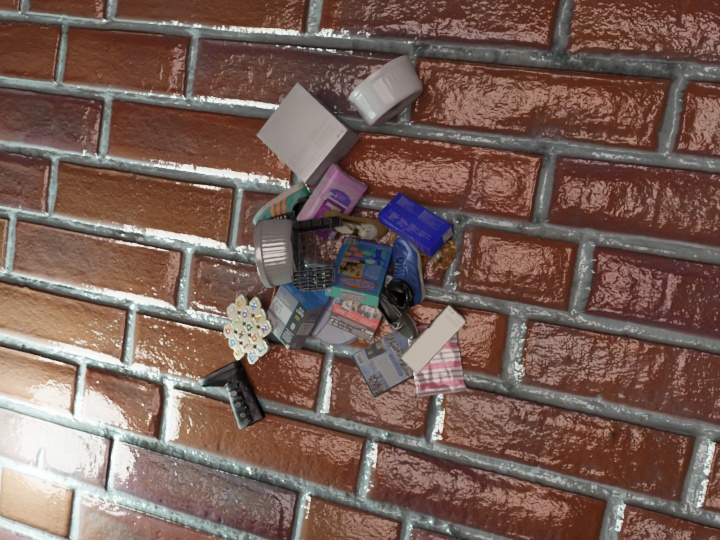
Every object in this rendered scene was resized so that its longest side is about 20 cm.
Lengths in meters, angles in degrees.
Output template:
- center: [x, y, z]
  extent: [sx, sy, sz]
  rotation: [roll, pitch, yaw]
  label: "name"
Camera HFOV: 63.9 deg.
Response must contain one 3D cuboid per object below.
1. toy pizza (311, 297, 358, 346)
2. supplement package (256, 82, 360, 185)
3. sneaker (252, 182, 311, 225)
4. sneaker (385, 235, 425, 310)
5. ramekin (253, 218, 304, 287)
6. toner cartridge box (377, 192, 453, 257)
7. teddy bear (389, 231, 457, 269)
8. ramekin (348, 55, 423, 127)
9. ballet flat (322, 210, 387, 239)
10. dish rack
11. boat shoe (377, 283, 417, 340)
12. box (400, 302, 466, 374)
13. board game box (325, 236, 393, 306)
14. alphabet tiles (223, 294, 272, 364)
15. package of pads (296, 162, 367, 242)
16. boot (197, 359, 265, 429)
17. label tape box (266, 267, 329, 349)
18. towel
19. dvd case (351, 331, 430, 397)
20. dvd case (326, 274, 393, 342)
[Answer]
- center: [-0.071, 0.124, 1.721]
  extent: [0.197, 0.032, 0.203]
  rotation: [0, 91, 14]
  label: "toy pizza"
- center: [-0.145, -0.382, 1.647]
  extent: [0.200, 0.147, 0.192]
  rotation: [44, 103, 8]
  label: "supplement package"
- center: [-0.231, -0.176, 1.724]
  extent: [0.199, 0.071, 0.080]
  rotation: [-34, 81, 13]
  label: "sneaker"
- center: [0.115, 0.010, 1.591]
  extent: [0.076, 0.111, 0.203]
  rotation: [-2, 108, 39]
  label: "sneaker"
- center: [-0.230, -0.055, 1.673]
  extent: [0.104, 0.200, 0.203]
  rotation: [-6, 92, 5]
  label: "ramekin"
- center: [0.148, -0.126, 1.571]
  extent: [0.095, 0.043, 0.199]
  rotation: [-43, 55, -13]
  label: "toner cartridge box"
- center: [0.173, -0.075, 1.625]
  extent: [0.145, 0.067, 0.200]
  rotation: [-44, 82, 16]
  label: "teddy bear"
- center: [0.073, -0.478, 1.562]
  extent: [0.199, 0.200, 0.098]
  rotation: [-33, 92, 15]
  label: "ramekin"
- center: [-0.013, -0.117, 1.632]
  extent: [0.197, 0.063, 0.069]
  rotation: [11, 123, -17]
  label: "ballet flat"
- center: [-0.121, -0.045, 1.562]
  extent: [0.152, 0.054, 0.203]
  rotation: [-5, 84, 33]
  label: "dish rack"
- center: [0.083, 0.119, 1.622]
  extent: [0.201, 0.057, 0.067]
  rotation: [55, 134, 3]
  label: "boat shoe"
- center: [0.202, 0.186, 1.591]
  extent: [0.068, 0.082, 0.200]
  rotation: [43, 97, 6]
  label: "box"
- center: [0.000, 0.000, 1.611]
  extent: [0.150, 0.201, 0.045]
  rotation: [13, 136, 8]
  label: "board game box"
- center: [-0.345, 0.179, 1.772]
  extent: [0.195, 0.015, 0.201]
  rotation: [-41, 69, 30]
  label: "alphabet tiles"
- center: [-0.083, -0.196, 1.659]
  extent: [0.120, 0.076, 0.201]
  rotation: [30, 104, -25]
  label: "package of pads"
- center: [-0.407, 0.405, 1.819]
  extent: [0.163, 0.066, 0.202]
  rotation: [-25, 91, 17]
  label: "boot"
- center: [-0.191, 0.109, 1.706]
  extent: [0.144, 0.063, 0.202]
  rotation: [39, 107, 34]
  label: "label tape box"
- center: [0.215, 0.253, 1.643]
  extent: [0.144, 0.030, 0.203]
  rotation: [-9, 89, 8]
  label: "towel"
- center: [0.089, 0.266, 1.696]
  extent: [0.199, 0.018, 0.144]
  rotation: [-31, 86, 14]
  label: "dvd case"
- center: [0.005, 0.087, 1.674]
  extent: [0.144, 0.022, 0.202]
  rotation: [21, 89, 2]
  label: "dvd case"
